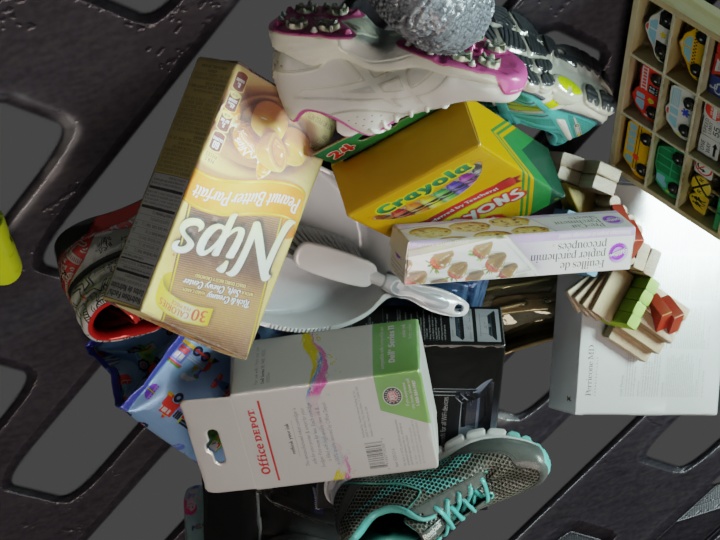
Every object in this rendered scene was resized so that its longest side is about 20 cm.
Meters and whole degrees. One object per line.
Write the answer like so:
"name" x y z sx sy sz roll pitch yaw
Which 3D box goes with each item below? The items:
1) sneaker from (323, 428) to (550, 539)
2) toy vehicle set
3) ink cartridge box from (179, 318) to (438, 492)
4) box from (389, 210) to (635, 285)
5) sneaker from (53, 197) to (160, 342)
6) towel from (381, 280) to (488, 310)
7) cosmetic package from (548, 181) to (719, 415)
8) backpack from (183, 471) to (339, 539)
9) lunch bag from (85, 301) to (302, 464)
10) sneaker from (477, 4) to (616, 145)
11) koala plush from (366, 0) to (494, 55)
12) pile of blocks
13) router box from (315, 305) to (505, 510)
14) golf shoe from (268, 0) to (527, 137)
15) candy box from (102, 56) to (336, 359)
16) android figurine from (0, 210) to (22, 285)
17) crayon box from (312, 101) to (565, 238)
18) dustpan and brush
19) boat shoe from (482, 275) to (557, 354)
"sneaker" 0.067 0.198 1.792 0.198 0.092 0.078 -14 130 10
"toy vehicle set" 0.268 -0.131 1.712 0.026 0.124 0.201 -37 148 -31
"ink cartridge box" -0.041 0.113 1.736 0.198 0.068 0.118 -7 130 5
"box" 0.121 -0.019 1.679 0.198 0.041 0.039 -4 115 -18
"sneaker" -0.143 -0.019 1.659 0.200 0.108 0.067 -28 140 6
"towel" 0.043 0.055 1.839 0.111 0.049 0.201 12 131 0
"cosmetic package" 0.245 0.024 1.838 0.150 0.052 0.202 3 93 -28
"backpack" -0.064 0.261 1.951 0.199 0.179 0.150 17 149 -42
"lunch bag" -0.105 0.056 1.785 0.200 0.094 0.150 -43 135 6
"sneaker" 0.121 -0.147 1.669 0.199 0.078 0.079 24 131 -40
"koala plush" 0.065 -0.269 1.449 0.200 0.184 0.177 -48 135 11
"pile of blocks" 0.212 -0.008 1.759 0.082 0.062 0.201 -37 108 -18
"router box" 0.040 0.121 1.822 0.156 0.052 0.201 1 130 -3
"golf shoe" 0.027 -0.140 1.554 0.198 0.075 0.092 13 117 18
"candy box" -0.105 -0.047 1.603 0.115 0.055 0.202 27 81 -41
"android figurine" -0.356 0.007 1.645 0.180 0.041 0.201 -17 138 -7
"crayon box" 0.064 -0.074 1.666 0.126 0.051 0.200 -27 156 22
"dustpan and brush" 0.000 0.000 1.734 0.199 0.057 0.141 18 100 -32
"boat shoe" 0.140 0.047 1.889 0.199 0.063 0.073 -17 141 0
